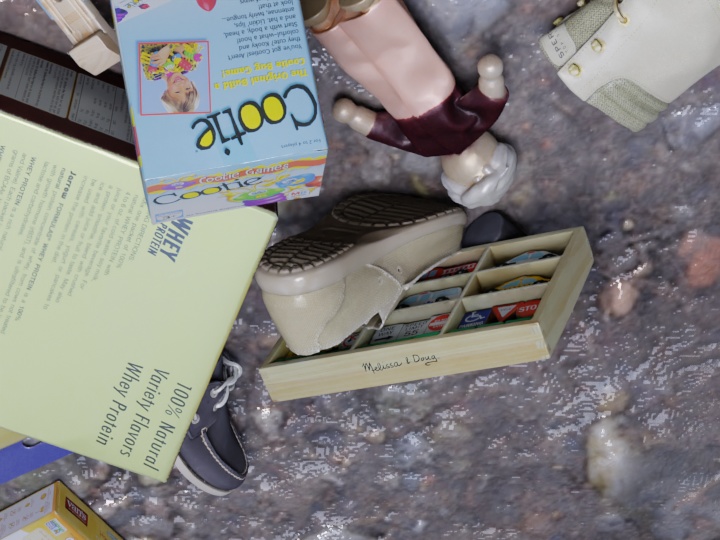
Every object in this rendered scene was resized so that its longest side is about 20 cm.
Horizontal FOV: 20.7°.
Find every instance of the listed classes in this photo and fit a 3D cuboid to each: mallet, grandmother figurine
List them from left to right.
[{"bbox_3d":[0.037,0.023,1.384,0.199,0.041,0.066,-26,126,21],"label":"mallet"},{"bbox_3d":[0.042,-0.113,1.259,0.120,0.061,0.200,-5,139,37],"label":"grandmother figurine"}]

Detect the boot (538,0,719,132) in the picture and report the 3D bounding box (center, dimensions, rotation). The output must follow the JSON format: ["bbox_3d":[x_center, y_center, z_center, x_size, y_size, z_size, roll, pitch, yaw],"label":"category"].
[{"bbox_3d":[0.167,-0.182,1.201,0.154,0.072,0.200,-33,125,24],"label":"boot"}]

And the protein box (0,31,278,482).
[{"bbox_3d":[-0.178,-0.010,1.234,0.198,0.135,0.200,20,112,-12],"label":"protein box"}]

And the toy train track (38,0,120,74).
[{"bbox_3d":[-0.210,-0.194,1.148,0.114,0.033,0.200,-25,114,30],"label":"toy train track"}]

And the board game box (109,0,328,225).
[{"bbox_3d":[-0.088,-0.141,1.109,0.104,0.202,0.103,-10,169,-6],"label":"board game box"}]

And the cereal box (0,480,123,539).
[{"bbox_3d":[-0.271,0.258,1.548,0.199,0.040,0.144,-29,126,19],"label":"cereal box"}]

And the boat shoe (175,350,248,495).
[{"bbox_3d":[-0.116,0.081,1.394,0.062,0.073,0.201,-18,124,14],"label":"boat shoe"}]

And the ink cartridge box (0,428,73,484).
[{"bbox_3d":[-0.259,0.080,1.400,0.196,0.047,0.201,-24,125,13],"label":"ink cartridge box"}]

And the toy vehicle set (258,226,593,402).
[{"bbox_3d":[0.044,0.029,1.289,0.198,0.124,0.027,-11,115,25],"label":"toy vehicle set"}]

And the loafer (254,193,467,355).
[{"bbox_3d":[0.000,0.000,1.273,0.075,0.199,0.069,14,113,34],"label":"loafer"}]
